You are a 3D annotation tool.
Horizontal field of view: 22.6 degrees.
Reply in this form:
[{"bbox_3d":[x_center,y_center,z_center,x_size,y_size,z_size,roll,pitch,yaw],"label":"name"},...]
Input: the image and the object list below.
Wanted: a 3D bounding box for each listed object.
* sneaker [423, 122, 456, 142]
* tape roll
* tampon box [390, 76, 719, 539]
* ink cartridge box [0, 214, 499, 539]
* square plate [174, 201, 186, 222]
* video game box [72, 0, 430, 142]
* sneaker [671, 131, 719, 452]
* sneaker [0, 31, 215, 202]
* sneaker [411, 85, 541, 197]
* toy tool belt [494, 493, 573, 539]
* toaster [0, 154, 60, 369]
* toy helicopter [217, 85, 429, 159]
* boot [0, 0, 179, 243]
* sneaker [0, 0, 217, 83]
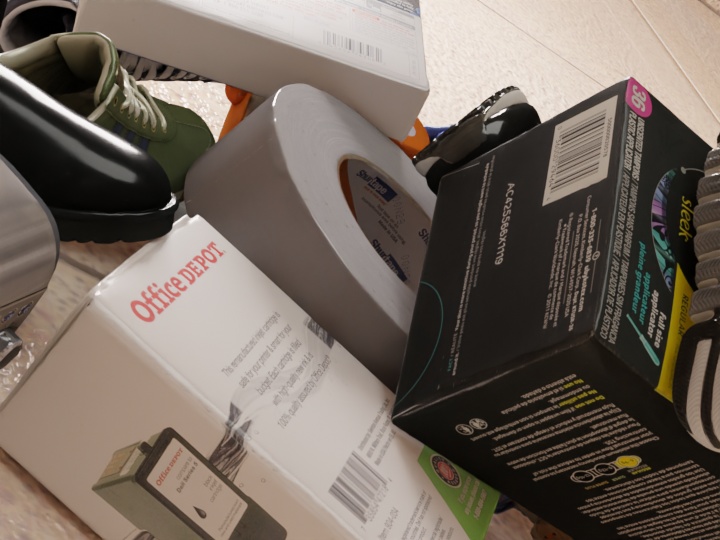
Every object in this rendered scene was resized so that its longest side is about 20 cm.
[{"bbox_3d":[0.091,-0.058,1.193,0.088,0.076,0.200,21,-5,-26],"label":"sneaker"},{"bbox_3d":[0.000,0.000,0.949,0.200,0.066,0.201,45,21,-22],"label":"tape roll"},{"bbox_3d":[0.138,0.039,0.859,0.200,0.126,0.150,34,50,-29],"label":"tampon box"},{"bbox_3d":[-0.045,0.084,0.799,0.200,0.084,0.146,42,20,-1],"label":"ink cartridge box"},{"bbox_3d":[-0.028,0.031,1.005,0.200,0.028,0.198,17,35,-45],"label":"square plate"},{"bbox_3d":[-0.061,-0.169,1.056,0.199,0.047,0.183,17,38,-14],"label":"video game box"},{"bbox_3d":[0.202,0.010,0.797,0.115,0.075,0.201,38,60,-32],"label":"sneaker"},{"bbox_3d":[-0.134,-0.077,0.906,0.200,0.090,0.067,-12,52,-50],"label":"sneaker"},{"bbox_3d":[0.088,-0.037,0.982,0.090,0.070,0.200,53,4,10],"label":"sneaker"},{"bbox_3d":[0.123,0.111,0.993,0.123,0.125,0.200,50,44,-7],"label":"toy tool belt"},{"bbox_3d":[-0.218,-0.023,0.667,0.200,0.114,0.129,43,22,0],"label":"toaster"},{"bbox_3d":[-0.047,-0.077,1.148,0.132,0.079,0.200,47,32,-4],"label":"toy helicopter"},{"bbox_3d":[-0.164,-0.108,0.780,0.197,0.163,0.073,13,15,-1],"label":"boot"},{"bbox_3d":[-0.123,-0.136,1.072,0.199,0.070,0.109,11,27,-8],"label":"sneaker"}]
